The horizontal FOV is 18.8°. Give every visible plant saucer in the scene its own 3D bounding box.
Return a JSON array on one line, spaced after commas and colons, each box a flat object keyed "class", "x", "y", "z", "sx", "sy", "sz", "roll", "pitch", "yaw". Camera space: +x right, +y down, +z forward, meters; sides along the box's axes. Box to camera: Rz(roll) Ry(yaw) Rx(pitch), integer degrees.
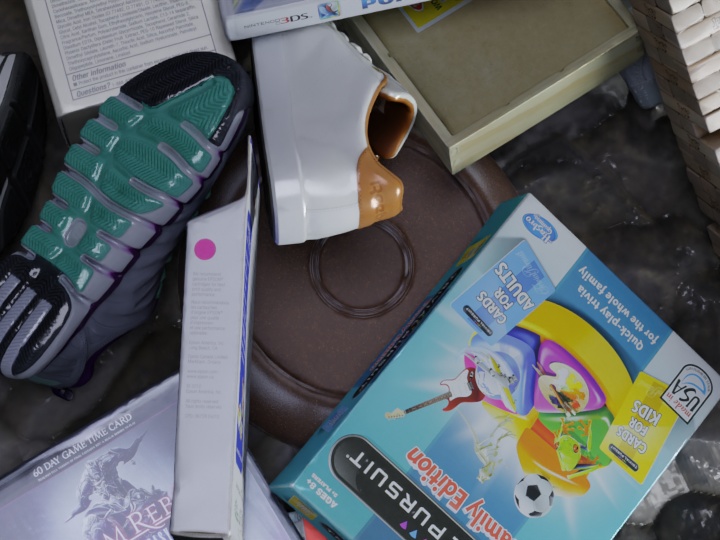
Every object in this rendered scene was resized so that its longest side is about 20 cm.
[{"class": "plant saucer", "x": 0.000, "y": 0.000, "z": 1.173, "sx": 0.198, "sy": 0.032, "sz": 0.202, "roll": 1, "pitch": 79, "yaw": -3}]

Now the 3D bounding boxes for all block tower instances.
[{"class": "block tower", "x": 0.195, "y": -0.082, "z": 1.137, "sx": 0.058, "sy": 0.054, "sz": 0.201, "roll": -27, "pitch": 119, "yaw": -9}]

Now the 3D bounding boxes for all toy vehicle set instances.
[{"class": "toy vehicle set", "x": 0.048, "y": -0.161, "z": 1.178, "sx": 0.124, "sy": 0.027, "sz": 0.201, "roll": -30, "pitch": 62, "yaw": -8}]

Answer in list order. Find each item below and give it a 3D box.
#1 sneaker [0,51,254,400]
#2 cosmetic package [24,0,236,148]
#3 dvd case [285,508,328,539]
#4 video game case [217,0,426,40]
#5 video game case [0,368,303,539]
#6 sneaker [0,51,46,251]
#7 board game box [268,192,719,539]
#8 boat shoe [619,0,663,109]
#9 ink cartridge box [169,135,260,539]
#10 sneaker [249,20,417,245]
[{"class": "sneaker", "x": -0.120, "y": -0.024, "z": 1.137, "sx": 0.074, "sy": 0.088, "sz": 0.200, "roll": 40, "pitch": 89, "yaw": 28}, {"class": "cosmetic package", "x": -0.140, "y": -0.180, "z": 1.181, "sx": 0.103, "sy": 0.073, "sz": 0.202, "roll": -15, "pitch": 79, "yaw": -6}, {"class": "dvd case", "x": -0.053, "y": 0.201, "z": 1.133, "sx": 0.198, "sy": 0.022, "sz": 0.147, "roll": -10, "pitch": 79, "yaw": -6}, {"class": "video game case", "x": 0.001, "y": -0.219, "z": 1.175, "sx": 0.181, "sy": 0.022, "sz": 0.201, "roll": -12, "pitch": 53, "yaw": -1}, {"class": "video game case", "x": -0.095, "y": 0.167, "z": 1.117, "sx": 0.142, "sy": 0.019, "sz": 0.201, "roll": -30, "pitch": 79, "yaw": -9}, {"class": "sneaker", "x": -0.242, "y": -0.034, "z": 1.145, "sx": 0.114, "sy": 0.076, "sz": 0.202, "roll": 10, "pitch": 67, "yaw": 11}, {"class": "board game box", "x": 0.074, "y": 0.085, "z": 1.126, "sx": 0.151, "sy": 0.047, "sz": 0.200, "roll": 42, "pitch": 74, "yaw": -8}, {"class": "boat shoe", "x": 0.230, "y": -0.146, "z": 1.203, "sx": 0.200, "sy": 0.070, "sz": 0.072, "roll": -22, "pitch": 101, "yaw": -9}, {"class": "ink cartridge box", "x": -0.071, "y": 0.041, "z": 1.092, "sx": 0.037, "sy": 0.095, "sz": 0.202, "roll": 4, "pitch": 75, "yaw": 1}, {"class": "sneaker", "x": -0.016, "y": -0.096, "z": 1.149, "sx": 0.084, "sy": 0.073, "sz": 0.201, "roll": -7, "pitch": 52, "yaw": -4}]
